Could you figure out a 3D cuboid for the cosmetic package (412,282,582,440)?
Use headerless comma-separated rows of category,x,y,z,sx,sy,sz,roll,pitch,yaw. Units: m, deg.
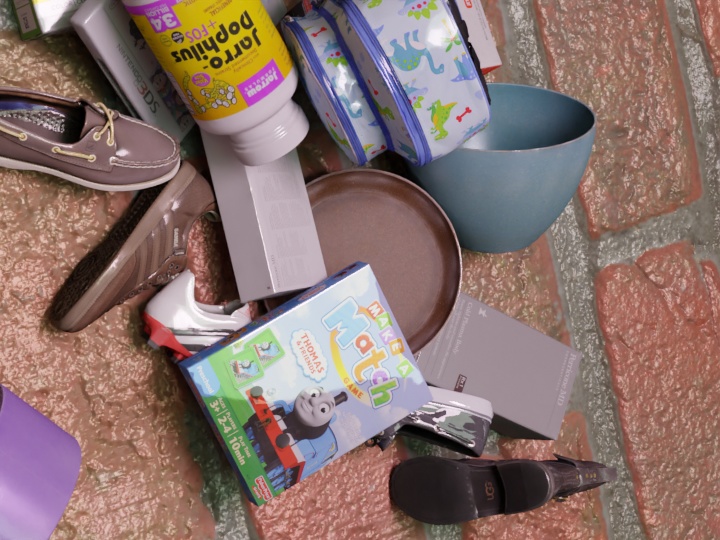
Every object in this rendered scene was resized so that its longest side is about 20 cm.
cosmetic package,0.124,0.098,1.535,0.200,0.090,0.107,23,75,-25

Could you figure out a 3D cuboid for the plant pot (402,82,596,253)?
plant pot,0.137,-0.096,1.499,0.200,0.200,0.135,-16,120,-30

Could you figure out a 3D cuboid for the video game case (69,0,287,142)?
video game case,-0.161,-0.237,1.357,0.200,0.024,0.182,-54,144,-20

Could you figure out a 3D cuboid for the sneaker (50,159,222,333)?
sneaker,-0.199,-0.009,1.355,0.076,0.070,0.200,46,69,-25

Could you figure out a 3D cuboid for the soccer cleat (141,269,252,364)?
soccer cleat,-0.117,0.076,1.396,0.200,0.069,0.085,36,90,-24

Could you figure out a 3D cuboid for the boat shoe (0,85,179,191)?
boat shoe,-0.253,-0.121,1.306,0.200,0.060,0.072,9,57,-19

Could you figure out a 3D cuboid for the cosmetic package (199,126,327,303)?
cosmetic package,-0.096,-0.074,1.396,0.083,0.051,0.200,-8,84,-54

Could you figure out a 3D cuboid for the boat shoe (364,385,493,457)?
boat shoe,0.032,0.148,1.456,0.200,0.070,0.066,12,68,-9

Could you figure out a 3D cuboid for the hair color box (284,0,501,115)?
hair color box,0.035,-0.234,1.489,0.200,0.064,0.111,-16,86,-29

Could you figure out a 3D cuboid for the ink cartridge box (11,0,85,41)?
ink cartridge box,-0.276,-0.316,1.318,0.104,0.059,0.200,-20,99,-29

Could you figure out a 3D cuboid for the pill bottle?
pill bottle,-0.121,-0.191,1.284,0.104,0.104,0.200,-45,123,-23

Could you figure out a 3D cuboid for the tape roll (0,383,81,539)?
tape roll,-0.326,0.195,1.201,0.085,0.200,0.200,42,70,-23

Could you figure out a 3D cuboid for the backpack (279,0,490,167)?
backpack,0.025,-0.180,1.320,0.147,0.200,0.183,-30,111,-6

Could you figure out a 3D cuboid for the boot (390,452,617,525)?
boot,0.151,0.225,1.538,0.174,0.200,0.069,7,81,-62

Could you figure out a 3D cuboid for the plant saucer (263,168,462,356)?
plant saucer,0.000,0.000,1.451,0.200,0.032,0.200,0,85,0

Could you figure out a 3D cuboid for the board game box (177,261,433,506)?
board game box,-0.048,0.104,1.375,0.200,0.037,0.151,-30,104,-18
